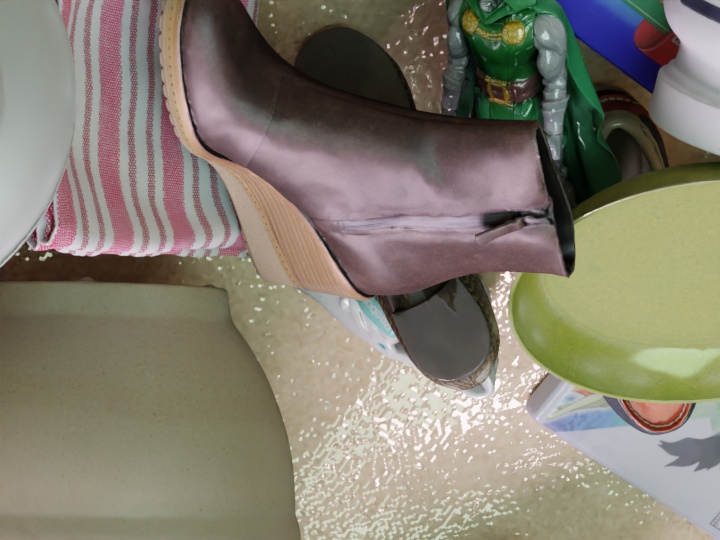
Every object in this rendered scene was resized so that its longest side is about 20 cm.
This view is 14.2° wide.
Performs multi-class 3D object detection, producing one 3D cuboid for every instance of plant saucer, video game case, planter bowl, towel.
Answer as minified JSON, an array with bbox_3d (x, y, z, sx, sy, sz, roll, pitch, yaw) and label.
[{"bbox_3d":[0.172,0.002,1.455,0.199,0.031,0.200,-2,146,-2],"label":"plant saucer"},{"bbox_3d":[0.220,0.047,1.626,0.182,0.022,0.200,33,103,-27],"label":"video game case"},{"bbox_3d":[-0.129,0.072,1.453,0.199,0.200,0.135,2,88,-17],"label":"planter bowl"},{"bbox_3d":[-0.096,-0.080,1.367,0.030,0.200,0.147,-1,89,28],"label":"towel"}]

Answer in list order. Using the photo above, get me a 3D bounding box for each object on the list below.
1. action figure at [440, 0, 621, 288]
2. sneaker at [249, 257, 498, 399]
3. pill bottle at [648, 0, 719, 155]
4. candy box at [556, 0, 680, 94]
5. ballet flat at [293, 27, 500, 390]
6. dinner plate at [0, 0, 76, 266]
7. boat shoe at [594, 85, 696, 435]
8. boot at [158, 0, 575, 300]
[{"bbox_3d":[0.078,-0.080,1.444,0.055,0.118,0.201,-54,145,-37],"label":"action figure"},{"bbox_3d":[0.000,0.000,1.496,0.200,0.089,0.075,32,112,-26],"label":"sneaker"},{"bbox_3d":[0.211,-0.155,1.383,0.115,0.116,0.201,9,110,-20],"label":"pill bottle"},{"bbox_3d":[0.149,-0.196,1.453,0.200,0.077,0.169,33,101,-26],"label":"candy box"},{"bbox_3d":[0.020,-0.030,1.462,0.067,0.201,0.046,-28,164,10],"label":"ballet flat"},{"bbox_3d":[-0.224,-0.077,1.259,0.199,0.024,0.201,0,90,-4],"label":"dinner plate"},{"bbox_3d":[0.147,0.001,1.541,0.071,0.063,0.201,-12,110,-3],"label":"boat shoe"},{"bbox_3d":[0.006,-0.068,1.356,0.166,0.073,0.200,-3,134,22],"label":"boot"}]
